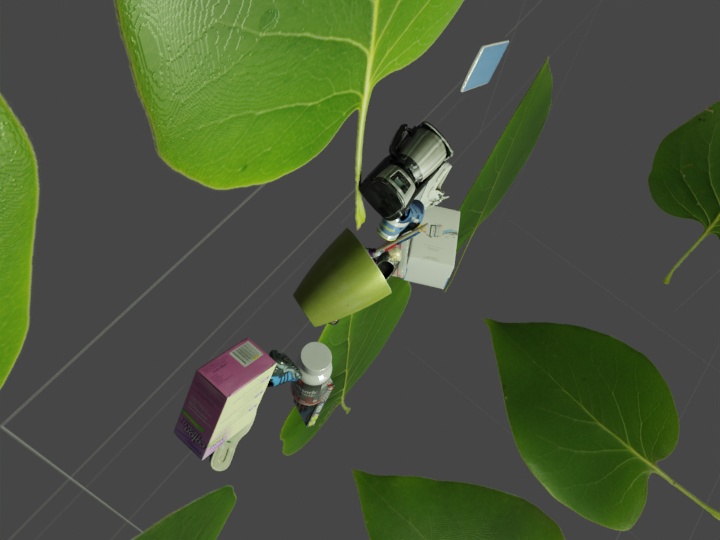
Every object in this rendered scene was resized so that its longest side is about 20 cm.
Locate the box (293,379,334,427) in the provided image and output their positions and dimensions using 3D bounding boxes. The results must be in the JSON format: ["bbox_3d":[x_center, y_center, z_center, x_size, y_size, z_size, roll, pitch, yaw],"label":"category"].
[{"bbox_3d":[-0.154,0.399,2.143,0.034,0.111,0.203,-5,134,-37],"label":"box"}]

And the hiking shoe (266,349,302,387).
[{"bbox_3d":[-0.221,0.270,1.756,0.087,0.074,0.200,-45,155,-3],"label":"hiking shoe"}]

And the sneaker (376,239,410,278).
[{"bbox_3d":[0.095,-0.082,1.974,0.075,0.102,0.206,50,48,-66],"label":"sneaker"}]

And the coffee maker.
[{"bbox_3d":[0.103,-0.218,1.546,0.201,0.134,0.193,-48,165,-20],"label":"coffee maker"}]

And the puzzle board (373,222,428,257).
[{"bbox_3d":[0.093,-0.075,1.835,0.196,0.018,0.150,-27,-179,18],"label":"puzzle board"}]

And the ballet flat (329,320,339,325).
[{"bbox_3d":[-0.066,0.076,1.767,0.073,0.072,0.203,-40,156,-39],"label":"ballet flat"}]

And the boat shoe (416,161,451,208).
[{"bbox_3d":[0.219,-0.229,1.948,0.074,0.085,0.206,-36,153,-62],"label":"boat shoe"}]

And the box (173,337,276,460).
[{"bbox_3d":[-0.299,0.281,1.462,0.175,0.096,0.203,-32,153,-55],"label":"box"}]

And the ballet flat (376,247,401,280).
[{"bbox_3d":[0.054,0.018,1.906,0.201,0.066,0.057,-52,-167,18],"label":"ballet flat"}]

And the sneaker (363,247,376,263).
[{"bbox_3d":[0.000,0.000,1.756,0.201,0.085,0.076,93,-1,-64],"label":"sneaker"}]

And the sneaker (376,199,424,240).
[{"bbox_3d":[0.122,-0.153,1.783,0.199,0.073,0.083,-39,158,-46],"label":"sneaker"}]

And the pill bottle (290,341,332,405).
[{"bbox_3d":[-0.145,0.305,1.960,0.116,0.115,0.202,-42,161,-35],"label":"pill bottle"}]

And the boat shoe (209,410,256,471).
[{"bbox_3d":[-0.341,0.422,1.740,0.203,0.071,0.067,-61,-158,0],"label":"boat shoe"}]

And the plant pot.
[{"bbox_3d":[-0.056,0.037,1.572,0.198,0.189,0.187,-37,164,-4],"label":"plant pot"}]

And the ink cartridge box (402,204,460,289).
[{"bbox_3d":[0.221,-0.078,2.064,0.148,0.140,0.205,101,1,-61],"label":"ink cartridge box"}]

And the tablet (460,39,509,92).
[{"bbox_3d":[0.333,-0.550,1.768,0.199,0.014,0.132,-34,155,-52],"label":"tablet"}]
